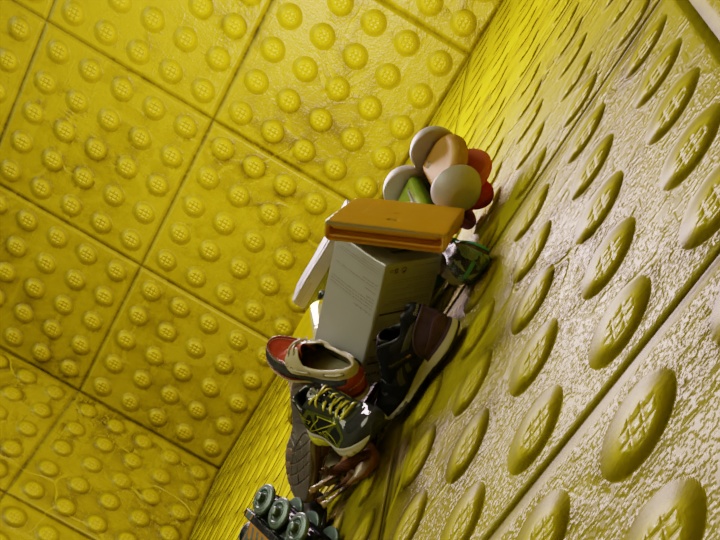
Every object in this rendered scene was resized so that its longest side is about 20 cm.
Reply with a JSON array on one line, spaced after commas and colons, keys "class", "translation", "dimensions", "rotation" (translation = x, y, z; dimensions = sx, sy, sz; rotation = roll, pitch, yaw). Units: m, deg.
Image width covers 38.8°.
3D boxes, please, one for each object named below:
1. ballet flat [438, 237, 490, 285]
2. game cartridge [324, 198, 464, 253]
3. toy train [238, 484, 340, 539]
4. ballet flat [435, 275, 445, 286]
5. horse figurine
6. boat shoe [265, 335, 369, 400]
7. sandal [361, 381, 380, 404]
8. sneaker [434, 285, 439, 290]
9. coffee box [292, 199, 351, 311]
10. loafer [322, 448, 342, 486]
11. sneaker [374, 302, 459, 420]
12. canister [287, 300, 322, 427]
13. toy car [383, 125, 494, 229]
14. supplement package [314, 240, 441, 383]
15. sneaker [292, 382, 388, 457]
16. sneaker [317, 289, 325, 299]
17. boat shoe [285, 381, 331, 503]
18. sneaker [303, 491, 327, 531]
[{"class": "ballet flat", "translation": [0.141, -0.014, 1.513], "dimensions": [0.075, 0.074, 0.200], "rotation": [-60, 4, 2]}, {"class": "game cartridge", "translation": [0.055, -0.069, 1.495], "dimensions": [0.200, 0.174, 0.033], "rotation": [-43, -41, -72]}, {"class": "toy train", "translation": [-0.108, 0.383, 1.439], "dimensions": [0.199, 0.085, 0.115], "rotation": [21, 80, 57]}, {"class": "ballet flat", "translation": [0.081, 0.020, 1.685], "dimensions": [0.069, 0.072, 0.200], "rotation": [2, -39, -45]}, {"class": "horse figurine", "translation": [-0.016, 0.279, 1.453], "dimensions": [0.132, 0.050, 0.200], "rotation": [-40, -7, -10]}, {"class": "boat shoe", "translation": [-0.070, 0.131, 1.489], "dimensions": [0.199, 0.063, 0.071], "rotation": [20, 58, 41]}, {"class": "sandal", "translation": [0.021, 0.204, 1.545], "dimensions": [0.082, 0.055, 0.200], "rotation": [-41, -2, 31]}, {"class": "sneaker", "translation": [0.063, 0.008, 1.749], "dimensions": [0.199, 0.087, 0.076], "rotation": [-30, 33, 33]}, {"class": "coffee box", "translation": [0.007, 0.009, 1.934], "dimensions": [0.201, 0.197, 0.200], "rotation": [-59, 5, 8]}, {"class": "loafer", "translation": [-0.042, 0.302, 1.643], "dimensions": [0.075, 0.070, 0.200], "rotation": [-34, 0, -36]}, {"class": "sneaker", "translation": [0.054, 0.120, 1.418], "dimensions": [0.201, 0.087, 0.076], "rotation": [-58, 7, 33]}, {"class": "canister", "translation": [-0.064, 0.156, 1.688], "dimensions": [0.149, 0.086, 0.201], "rotation": [-61, 19, 22]}, {"class": "toy car", "translation": [0.139, -0.123, 1.676], "dimensions": [0.201, 0.149, 0.176], "rotation": [-54, 36, 27]}, {"class": "supplement package", "translation": [0.023, 0.050, 1.520], "dimensions": [0.116, 0.117, 0.202], "rotation": [-10, -57, -41]}, {"class": "sneaker", "translation": [-0.037, 0.198, 1.395], "dimensions": [0.074, 0.085, 0.199], "rotation": [-45, 16, -27]}, {"class": "sneaker", "translation": [0.000, 0.000, 1.645], "dimensions": [0.118, 0.073, 0.202], "rotation": [39, 109, 48]}, {"class": "boat shoe", "translation": [-0.065, 0.250, 1.543], "dimensions": [0.075, 0.071, 0.203], "rotation": [10, 96, 54]}, {"class": "sneaker", "translation": [-0.116, 0.418, 1.539], "dimensions": [0.201, 0.090, 0.076], "rotation": [-61, 4, -19]}]
